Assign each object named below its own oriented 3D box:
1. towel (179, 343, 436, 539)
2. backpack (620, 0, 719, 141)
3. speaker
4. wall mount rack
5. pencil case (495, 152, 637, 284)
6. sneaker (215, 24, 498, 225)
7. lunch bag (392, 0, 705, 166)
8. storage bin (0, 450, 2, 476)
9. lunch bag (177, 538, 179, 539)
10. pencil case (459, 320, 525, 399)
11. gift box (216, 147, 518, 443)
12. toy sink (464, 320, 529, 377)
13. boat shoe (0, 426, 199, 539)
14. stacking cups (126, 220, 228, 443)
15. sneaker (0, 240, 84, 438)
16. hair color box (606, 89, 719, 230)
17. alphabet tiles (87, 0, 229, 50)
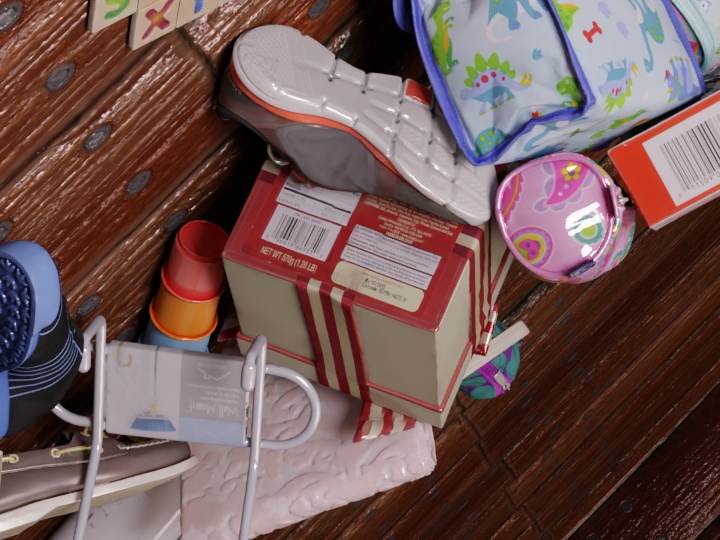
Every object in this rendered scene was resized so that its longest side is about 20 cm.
[{"bbox_3d":[-0.045,0.112,1.399,0.199,0.191,0.032,-22,130,14],"label":"towel"},{"bbox_3d":[0.203,-0.201,1.359,0.153,0.176,0.200,-41,167,-19],"label":"backpack"},{"bbox_3d":[-0.196,0.212,1.513,0.200,0.081,0.081,-49,160,6],"label":"speaker"},{"bbox_3d":[-0.131,0.123,1.264,0.075,0.199,0.175,-69,164,-70],"label":"wall mount rack"},{"bbox_3d":[0.144,-0.035,1.262,0.087,0.087,0.200,-48,171,6],"label":"pencil case"},{"bbox_3d":[-0.004,-0.084,1.203,0.082,0.200,0.077,-49,-167,48],"label":"sneaker"},{"bbox_3d":[0.112,-0.178,1.214,0.127,0.201,0.170,-25,173,34],"label":"lunch bag"},{"bbox_3d":[-0.329,0.168,1.136,0.200,0.094,0.199,-33,156,-32],"label":"storage bin"},{"bbox_3d":[-0.167,0.291,1.681,0.164,0.118,0.200,-43,166,-9],"label":"lunch bag"},{"bbox_3d":[0.102,0.073,1.829,0.085,0.092,0.200,-47,160,4],"label":"pencil case"},{"bbox_3d":[0.000,0.000,1.302,0.201,0.184,0.187,-60,164,-21],"label":"gift box"},{"bbox_3d":[0.023,0.064,1.556,0.130,0.112,0.200,-32,177,-33],"label":"toy sink"},{"bbox_3d":[-0.208,0.144,1.329,0.199,0.060,0.072,-15,169,-34],"label":"boat shoe"},{"bbox_3d":[-0.135,0.042,1.354,0.060,0.060,0.201,-28,149,-40],"label":"stacking cups"},{"bbox_3d":[-0.210,0.037,1.166,0.078,0.070,0.200,-34,165,-37],"label":"sneaker"},{"bbox_3d":[0.238,-0.080,1.302,0.111,0.064,0.200,-29,175,9],"label":"hair color box"},{"bbox_3d":[-0.079,-0.211,1.025,0.166,0.006,0.200,-33,156,-32],"label":"alphabet tiles"}]
